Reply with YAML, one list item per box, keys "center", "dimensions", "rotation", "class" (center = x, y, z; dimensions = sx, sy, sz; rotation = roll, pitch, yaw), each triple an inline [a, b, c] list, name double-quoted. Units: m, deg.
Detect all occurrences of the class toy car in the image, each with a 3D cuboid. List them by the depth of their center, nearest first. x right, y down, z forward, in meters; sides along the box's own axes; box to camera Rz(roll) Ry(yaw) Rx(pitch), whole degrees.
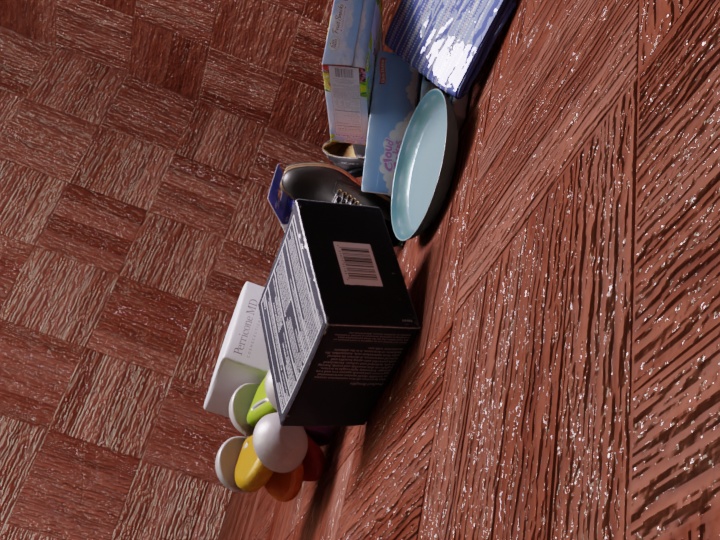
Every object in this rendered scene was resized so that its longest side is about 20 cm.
- center: [-0.109, 0.239, 1.300]
  dimensions: [0.175, 0.149, 0.201]
  rotation: [-36, 35, 46]
  class: "toy car"

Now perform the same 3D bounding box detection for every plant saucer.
- center: [0.085, -0.135, 1.164]
  dimensions: [0.200, 0.027, 0.202]
  rotation: [-168, 90, -76]
  class: "plant saucer"

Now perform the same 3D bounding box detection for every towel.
- center: [0.112, -0.326, 1.169]
  dimensions: [0.200, 0.024, 0.145]
  rotation: [50, 120, 45]
  class: "towel"

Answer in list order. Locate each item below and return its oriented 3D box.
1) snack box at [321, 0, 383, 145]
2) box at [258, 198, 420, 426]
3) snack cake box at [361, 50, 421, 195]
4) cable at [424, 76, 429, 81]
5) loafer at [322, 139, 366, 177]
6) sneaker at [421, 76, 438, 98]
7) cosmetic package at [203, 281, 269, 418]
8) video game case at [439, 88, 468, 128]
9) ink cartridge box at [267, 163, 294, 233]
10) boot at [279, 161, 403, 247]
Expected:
- center: [-0.008, -0.305, 1.288]
  dimensions: [0.200, 0.067, 0.170]
  rotation: [82, -165, -66]
  class: "snack box"
- center: [-0.035, 0.054, 1.095]
  dimensions: [0.199, 0.122, 0.201]
  rotation: [117, 148, -42]
  class: "box"
- center: [0.049, -0.215, 1.314]
  dimensions: [0.115, 0.067, 0.202]
  rotation: [-60, -23, -80]
  class: "snack cake box"
- center: [0.143, -0.364, 1.257]
  dimensions: [0.163, 0.050, 0.202]
  rotation: [144, 144, -80]
  class: "cable"
- center: [0.014, -0.202, 1.446]
  dimensions: [0.199, 0.072, 0.073]
  rotation: [-18, 57, 50]
  class: "loafer"
- center: [0.123, -0.372, 1.436]
  dimensions: [0.131, 0.079, 0.202]
  rotation: [118, 159, -62]
  class: "sneaker"
- center: [-0.134, 0.155, 1.478]
  dimensions: [0.165, 0.199, 0.166]
  rotation: [119, 167, -46]
  class: "cosmetic package"
- center: [0.116, -0.212, 1.278]
  dimensions: [0.183, 0.023, 0.201]
  rotation: [116, 171, -45]
  class: "video game case"
- center: [-0.086, -0.064, 1.447]
  dimensions: [0.198, 0.047, 0.201]
  rotation: [-91, -18, -68]
  class: "ink cartridge box"
- center: [-0.023, -0.101, 1.344]
  dimensions: [0.138, 0.198, 0.078]
  rotation: [-103, 30, -70]
  class: "boot"
